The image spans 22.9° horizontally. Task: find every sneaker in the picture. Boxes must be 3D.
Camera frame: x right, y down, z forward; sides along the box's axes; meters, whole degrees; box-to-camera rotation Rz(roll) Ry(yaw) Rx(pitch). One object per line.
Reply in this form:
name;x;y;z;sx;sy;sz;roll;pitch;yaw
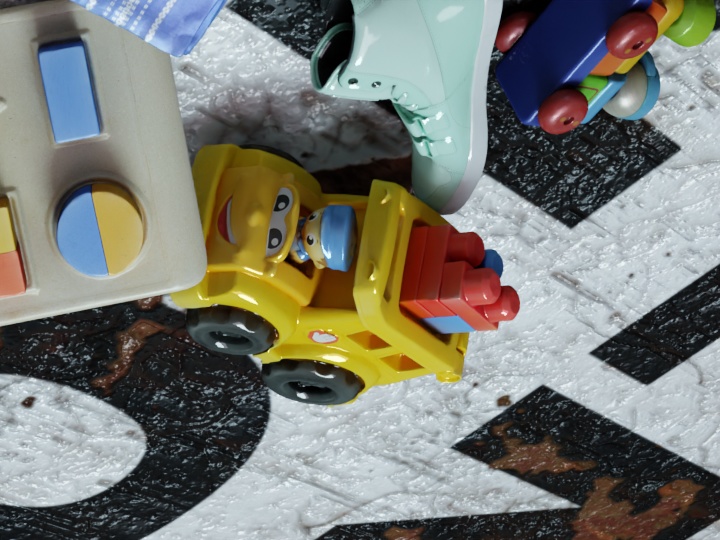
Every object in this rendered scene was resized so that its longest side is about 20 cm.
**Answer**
sneaker;0.019;-0.113;1.128;0.117;0.074;0.202;-13;134;-17

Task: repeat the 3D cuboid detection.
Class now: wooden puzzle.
wooden puzzle;-0.199;-0.060;1.049;0.198;0.046;0.187;-12;104;-10

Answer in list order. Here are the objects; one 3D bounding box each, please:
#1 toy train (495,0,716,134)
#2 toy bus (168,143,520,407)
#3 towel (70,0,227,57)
toy train;0.185;-0.171;1.125;0.115;0.085;0.200;3;140;-42
toy bus;0.000;0.000;1.159;0.191;0.137;0.200;-5;153;37
towel;-0.134;-0.207;0.968;0.199;0.024;0.145;24;116;-40
